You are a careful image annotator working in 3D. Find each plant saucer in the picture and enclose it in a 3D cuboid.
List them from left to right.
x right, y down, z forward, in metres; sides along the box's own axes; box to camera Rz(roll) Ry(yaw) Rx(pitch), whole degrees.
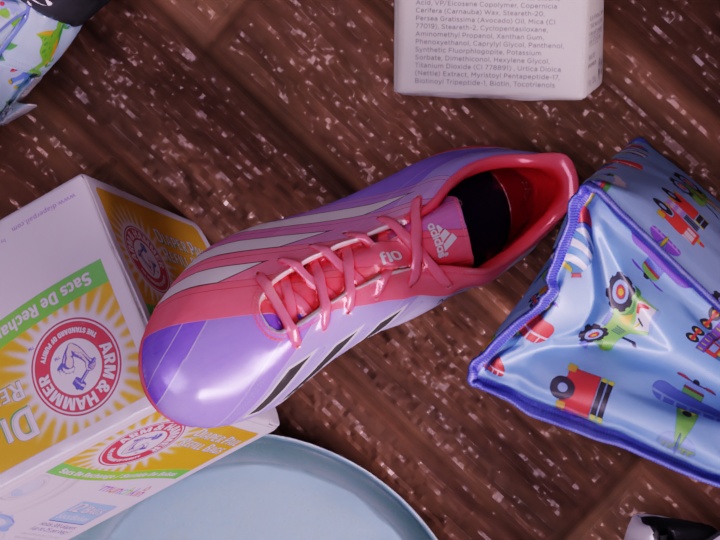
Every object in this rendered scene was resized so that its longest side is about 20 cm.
[{"bbox_3d":[-0.045,0.165,1.232,0.199,0.027,0.201,2,98,12],"label":"plant saucer"}]

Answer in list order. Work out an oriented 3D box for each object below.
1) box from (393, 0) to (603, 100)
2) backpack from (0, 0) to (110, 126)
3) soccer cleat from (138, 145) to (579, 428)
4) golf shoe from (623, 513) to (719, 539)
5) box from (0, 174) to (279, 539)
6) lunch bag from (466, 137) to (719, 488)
[{"bbox_3d":[0.057,-0.170,1.135,0.082,0.068,0.201,4,99,11],"label":"box"},{"bbox_3d":[-0.219,-0.093,1.182,0.163,0.154,0.200,41,117,-3],"label":"backpack"},{"bbox_3d":[0.000,0.000,1.117,0.076,0.200,0.067,-21,95,54],"label":"soccer cleat"},{"bbox_3d":[0.120,0.151,1.172,0.200,0.078,0.095,-34,75,22],"label":"golf shoe"},{"bbox_3d":[-0.153,0.058,1.182,0.199,0.112,0.102,-28,72,14],"label":"box"},{"bbox_3d":[0.156,0.046,1.104,0.200,0.151,0.094,33,104,6],"label":"lunch bag"}]
